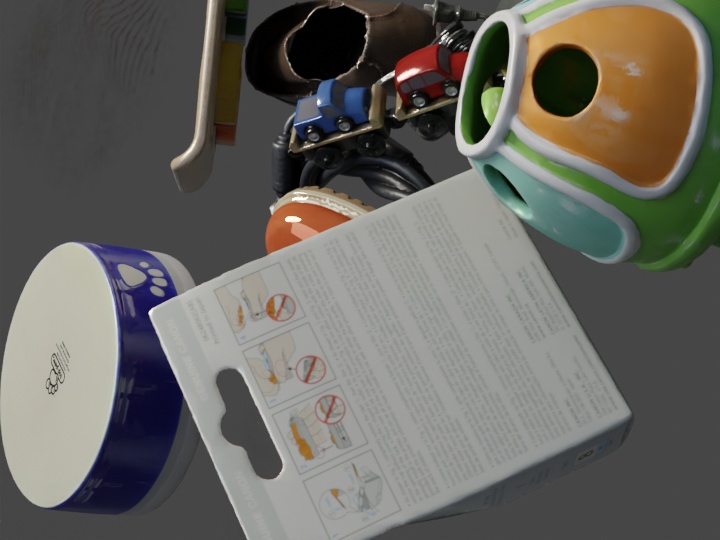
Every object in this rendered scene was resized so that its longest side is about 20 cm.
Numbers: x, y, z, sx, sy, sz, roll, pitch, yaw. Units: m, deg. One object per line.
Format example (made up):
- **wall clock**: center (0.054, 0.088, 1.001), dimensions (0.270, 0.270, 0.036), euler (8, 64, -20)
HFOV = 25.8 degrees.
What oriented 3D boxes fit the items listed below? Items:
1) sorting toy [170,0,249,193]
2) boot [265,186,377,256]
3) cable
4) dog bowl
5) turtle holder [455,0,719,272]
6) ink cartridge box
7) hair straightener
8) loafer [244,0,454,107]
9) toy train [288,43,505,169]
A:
- **sorting toy**: center (-0.093, -0.157, 1.080), dimensions (0.185, 0.036, 0.203), euler (155, 125, -85)
- **boot**: center (-0.004, 0.039, 0.851), dimensions (0.200, 0.107, 0.075), euler (50, 138, 21)
- **cable**: center (0.000, 0.000, 0.941), dimensions (0.200, 0.050, 0.165), euler (38, 121, 42)
- **dog bowl**: center (-0.196, 0.081, 1.186), dimensions (0.199, 0.078, 0.203), euler (-17, 69, 51)
- **turtle holder**: center (0.114, -0.081, 0.743), dimensions (0.186, 0.130, 0.142), euler (-106, 29, -62)
- **ink cartridge box**: center (0.014, 0.054, 0.795), dimensions (0.047, 0.198, 0.161), euler (90, 155, -64)
- **hair straightener**: center (0.064, -0.135, 0.881), dimensions (0.200, 0.076, 0.041), euler (-37, 37, 47)
- **loafer**: center (-0.022, -0.147, 1.003), dimensions (0.199, 0.070, 0.074), euler (2, 84, 54)
- **toy train**: center (0.042, -0.101, 0.863), dimensions (0.198, 0.046, 0.034), euler (-17, 44, 24)
